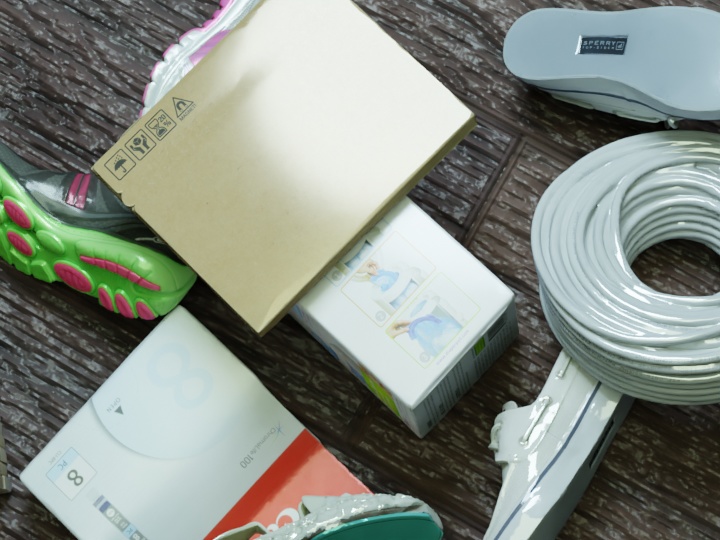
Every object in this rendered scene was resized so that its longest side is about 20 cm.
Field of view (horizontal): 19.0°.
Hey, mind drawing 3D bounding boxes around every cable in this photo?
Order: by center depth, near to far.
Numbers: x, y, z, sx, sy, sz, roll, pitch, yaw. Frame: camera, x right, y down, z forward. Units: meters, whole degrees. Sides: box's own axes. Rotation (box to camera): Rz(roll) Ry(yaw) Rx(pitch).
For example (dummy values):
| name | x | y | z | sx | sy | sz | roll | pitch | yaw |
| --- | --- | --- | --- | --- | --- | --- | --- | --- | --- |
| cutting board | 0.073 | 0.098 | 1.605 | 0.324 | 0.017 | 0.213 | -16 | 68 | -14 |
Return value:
| name | x | y | z | sx | sy | sz | roll | pitch | yaw |
| --- | --- | --- | --- | --- | --- | --- | --- | --- | --- |
| cable | 0.212 | -0.006 | 1.411 | 0.199 | 0.070 | 0.200 | 31 | 61 | 26 |

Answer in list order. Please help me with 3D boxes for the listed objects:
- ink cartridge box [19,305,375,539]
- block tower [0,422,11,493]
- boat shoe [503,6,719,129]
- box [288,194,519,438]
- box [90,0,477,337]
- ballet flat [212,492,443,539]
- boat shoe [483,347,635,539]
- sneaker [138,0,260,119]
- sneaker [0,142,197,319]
| name | x | y | z | sx | sy | sz | roll | pitch | yaw |
| --- | --- | --- | --- | --- | --- | --- | --- | --- | --- |
| ink cartridge box | -0.105 | 0.149 | 1.439 | 0.200 | 0.047 | 0.160 | 42 | 84 | 14 |
| block tower | -0.282 | 0.064 | 1.471 | 0.057 | 0.054 | 0.202 | -9 | 76 | 3 |
| boat shoe | 0.198 | -0.128 | 1.446 | 0.200 | 0.086 | 0.075 | 7 | 76 | 35 |
| box | 0.000 | 0.000 | 1.432 | 0.200 | 0.113 | 0.101 | 43 | 83 | 14 |
| box | -0.050 | -0.080 | 1.389 | 0.200 | 0.021 | 0.163 | -45 | 74 | -7 |
| ballet flat | -0.047 | 0.182 | 1.400 | 0.198 | 0.072 | 0.072 | -22 | 75 | -8 |
| boat shoe | 0.119 | 0.115 | 1.415 | 0.069 | 0.071 | 0.201 | 26 | 73 | 19 |
| sneaker | -0.080 | -0.135 | 1.488 | 0.088 | 0.081 | 0.201 | 34 | 82 | 13 |
| sneaker | -0.192 | -0.034 | 1.488 | 0.199 | 0.077 | 0.084 | 30 | 44 | 18 |
